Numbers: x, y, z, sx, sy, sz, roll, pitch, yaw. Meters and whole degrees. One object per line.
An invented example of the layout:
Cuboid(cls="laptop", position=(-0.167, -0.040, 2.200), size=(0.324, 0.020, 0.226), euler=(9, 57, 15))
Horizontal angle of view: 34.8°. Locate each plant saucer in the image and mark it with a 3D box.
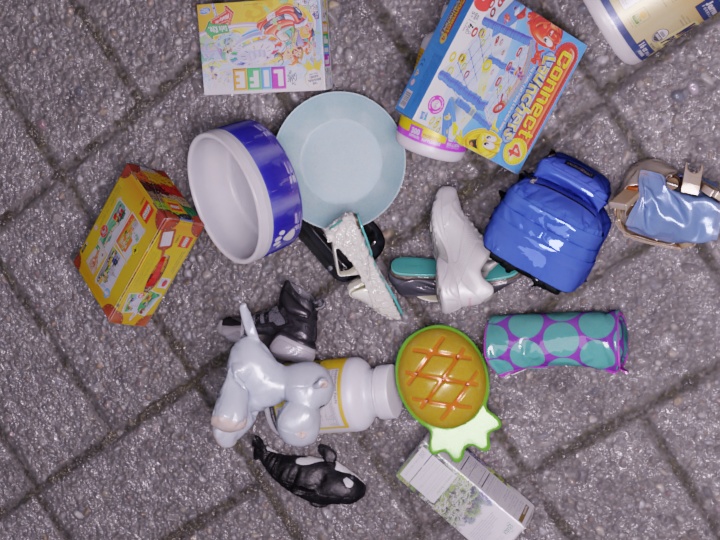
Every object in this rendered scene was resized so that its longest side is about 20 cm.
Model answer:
Cuboid(cls="plant saucer", position=(-0.030, -0.161, 1.699), size=(0.198, 0.039, 0.204), euler=(0, 92, 7))

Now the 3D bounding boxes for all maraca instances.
Cuboid(cls="maraca", position=(0.128, 0.179, 1.694), size=(0.136, 0.107, 0.202), euler=(-22, 86, 5))

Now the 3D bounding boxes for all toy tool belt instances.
Cuboid(cls="toy tool belt", position=(0.435, -0.083, 1.529), size=(0.198, 0.123, 0.127), euler=(9, 105, 16))

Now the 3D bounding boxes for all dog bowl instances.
Cuboid(cls="dog bowl", position=(-0.172, -0.116, 1.696), size=(0.200, 0.078, 0.202), euler=(35, 136, 41))

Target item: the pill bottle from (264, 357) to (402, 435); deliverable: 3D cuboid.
Cuboid(cls="pill bottle", position=(-0.041, 0.191, 1.757), size=(0.198, 0.112, 0.113), euler=(-6, 100, 19))

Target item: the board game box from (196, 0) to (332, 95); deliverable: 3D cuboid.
Cuboid(cls="board game box", position=(-0.143, -0.334, 1.714), size=(0.197, 0.034, 0.136), euler=(0, 103, 19))

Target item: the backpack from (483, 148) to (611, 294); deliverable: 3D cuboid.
Cuboid(cls="backpack", position=(0.253, -0.067, 1.552), size=(0.161, 0.200, 0.169), euler=(25, 109, 12))

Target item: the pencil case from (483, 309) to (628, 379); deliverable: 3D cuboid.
Cuboid(cls="pencil case", position=(0.281, 0.106, 1.644), size=(0.198, 0.085, 0.094), euler=(-4, 85, 20))

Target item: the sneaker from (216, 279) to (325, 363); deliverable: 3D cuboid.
Cuboid(cls="sneaker", position=(-0.133, 0.073, 1.785), size=(0.199, 0.075, 0.115), euler=(11, 76, 40))

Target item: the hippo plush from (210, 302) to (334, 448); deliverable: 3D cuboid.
Cuboid(cls="hippo plush", position=(-0.119, 0.173, 1.676), size=(0.159, 0.159, 0.202), euler=(14, 81, -1))

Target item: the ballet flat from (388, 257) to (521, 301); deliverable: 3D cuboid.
Cuboid(cls="ballet flat", position=(0.139, 0.016, 1.687), size=(0.197, 0.073, 0.074), euler=(1, 103, 12))

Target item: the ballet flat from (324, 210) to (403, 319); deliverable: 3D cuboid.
Cuboid(cls="ballet flat", position=(0.000, 0.000, 1.691), size=(0.071, 0.072, 0.201), euler=(-12, 125, 20))

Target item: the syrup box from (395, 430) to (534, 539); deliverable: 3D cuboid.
Cuboid(cls="syrup box", position=(0.159, 0.334, 1.739), size=(0.199, 0.081, 0.079), euler=(40, 113, 6))

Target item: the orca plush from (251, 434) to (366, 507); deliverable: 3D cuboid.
Cuboid(cls="orca plush", position=(-0.092, 0.324, 1.826), size=(0.199, 0.071, 0.106), euler=(33, 110, 9))

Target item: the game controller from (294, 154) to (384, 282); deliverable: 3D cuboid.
Cuboid(cls="game controller", position=(-0.054, -0.082, 1.745), size=(0.104, 0.042, 0.200), euler=(-41, 88, 8))

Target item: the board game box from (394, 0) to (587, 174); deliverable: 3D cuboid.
Cuboid(cls="board game box", position=(0.175, -0.259, 1.535), size=(0.194, 0.056, 0.202), euler=(21, 102, -32))

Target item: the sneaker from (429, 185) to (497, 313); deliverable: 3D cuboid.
Cuboid(cls="sneaker", position=(0.150, -0.032, 1.636), size=(0.098, 0.078, 0.202), euler=(-4, 62, 0))

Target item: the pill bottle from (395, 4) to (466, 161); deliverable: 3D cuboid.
Cuboid(cls="pill bottle", position=(0.122, -0.262, 1.604), size=(0.103, 0.104, 0.202), euler=(20, 108, 13))

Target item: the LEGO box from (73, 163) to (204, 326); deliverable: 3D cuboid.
Cuboid(cls="LEGO box", position=(-0.349, -0.040, 1.794), size=(0.149, 0.077, 0.201), euler=(49, 115, 36))

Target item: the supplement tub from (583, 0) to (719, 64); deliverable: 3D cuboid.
Cuboid(cls="supplement tub", position=(0.392, -0.373, 1.466), size=(0.199, 0.144, 0.145), euler=(-31, 91, 22))
